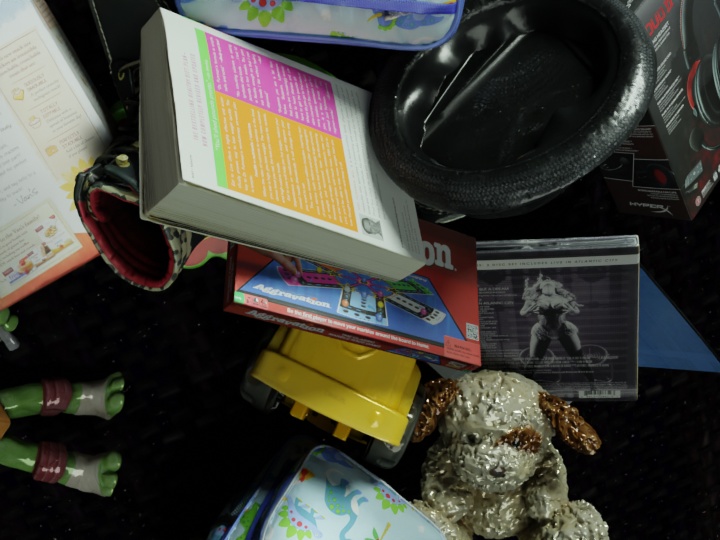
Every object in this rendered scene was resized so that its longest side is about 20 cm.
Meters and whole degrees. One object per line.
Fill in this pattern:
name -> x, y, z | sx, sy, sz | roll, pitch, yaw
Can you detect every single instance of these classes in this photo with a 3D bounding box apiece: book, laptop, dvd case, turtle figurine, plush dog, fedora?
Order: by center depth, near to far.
book -> -0.046, -0.079, 0.692 | 0.198, 0.135, 0.048 | 15, 146, -38
fedora -> 0.106, -0.105, 0.739 | 0.199, 0.202, 0.092 | -29, 147, -1
turtle figurine -> -0.269, 0.102, 0.803 | 0.191, 0.144, 0.202 | 12, 117, -28
dvd case -> 0.161, 0.047, 0.911 | 0.146, 0.016, 0.202 | -2, 137, 12
plush dog -> 0.123, 0.164, 0.953 | 0.196, 0.161, 0.174 | 3, 124, 5
laptop -> 0.185, 0.079, 0.961 | 0.200, 0.116, 0.187 | -43, 121, 7

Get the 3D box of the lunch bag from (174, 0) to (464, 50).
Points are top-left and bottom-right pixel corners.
lunch bag -> -0.023, -0.224, 0.678 | 0.197, 0.083, 0.163 | 6, 123, -5

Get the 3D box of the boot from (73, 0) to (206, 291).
boot -> -0.139, -0.101, 0.692 | 0.073, 0.154, 0.206 | -16, 110, 23

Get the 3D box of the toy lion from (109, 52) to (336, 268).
toy lion -> -0.099, -0.081, 0.815 | 0.191, 0.069, 0.201 | 33, 103, -22

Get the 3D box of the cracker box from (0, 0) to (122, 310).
cracker box -> -0.242, -0.094, 0.734 | 0.133, 0.058, 0.202 | -28, 112, -1

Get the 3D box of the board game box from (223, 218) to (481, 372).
board game box -> 0.000, 0.000, 0.741 | 0.198, 0.104, 0.019 | 16, 150, -29

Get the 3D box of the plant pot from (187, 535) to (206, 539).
plant pot -> -0.059, 0.300, 0.969 | 0.172, 0.199, 0.202 | -29, 124, -20

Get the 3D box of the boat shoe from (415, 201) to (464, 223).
boat shoe -> 0.119, -0.107, 0.872 | 0.198, 0.076, 0.060 | -28, 162, -14

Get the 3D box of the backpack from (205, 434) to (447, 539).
backpack -> -0.040, 0.246, 0.817 | 0.182, 0.201, 0.147 | 37, 145, -2

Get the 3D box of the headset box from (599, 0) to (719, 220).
headset box -> 0.233, -0.165, 0.834 | 0.149, 0.074, 0.201 | -49, 126, -24

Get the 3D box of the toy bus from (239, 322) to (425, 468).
toy bus -> 0.000, 0.047, 0.867 | 0.134, 0.200, 0.194 | 23, 78, 2
